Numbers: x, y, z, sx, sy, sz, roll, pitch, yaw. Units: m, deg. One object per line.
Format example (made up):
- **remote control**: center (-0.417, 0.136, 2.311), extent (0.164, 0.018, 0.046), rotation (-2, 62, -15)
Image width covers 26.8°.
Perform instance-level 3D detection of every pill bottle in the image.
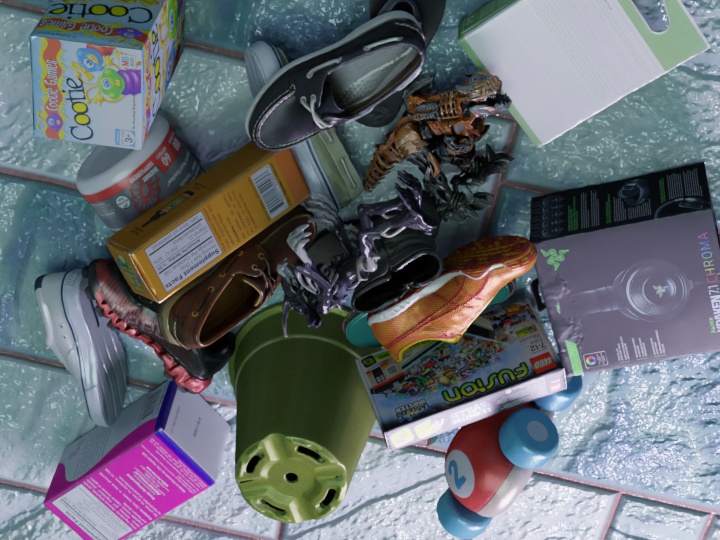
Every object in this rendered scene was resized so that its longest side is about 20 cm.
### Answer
- **pill bottle**: center (-0.194, -0.052, 1.571), extent (0.115, 0.116, 0.201), rotation (-26, 117, 22)

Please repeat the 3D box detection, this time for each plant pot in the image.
- **plant pot**: center (-0.065, 0.169, 1.656), extent (0.197, 0.191, 0.202), rotation (4, 124, 6)

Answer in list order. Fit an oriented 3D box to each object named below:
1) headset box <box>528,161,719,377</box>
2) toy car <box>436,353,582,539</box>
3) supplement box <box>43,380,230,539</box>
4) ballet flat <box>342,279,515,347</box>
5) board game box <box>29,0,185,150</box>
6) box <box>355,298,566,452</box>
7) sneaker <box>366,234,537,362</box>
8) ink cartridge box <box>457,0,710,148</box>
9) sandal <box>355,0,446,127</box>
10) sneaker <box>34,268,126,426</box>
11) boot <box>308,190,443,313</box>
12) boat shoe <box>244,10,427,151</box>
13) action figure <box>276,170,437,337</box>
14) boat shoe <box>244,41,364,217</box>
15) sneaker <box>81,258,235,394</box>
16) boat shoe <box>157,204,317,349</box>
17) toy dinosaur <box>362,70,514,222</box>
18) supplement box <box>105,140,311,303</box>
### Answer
- **headset box**: center (0.275, 0.002, 1.560), extent (0.197, 0.093, 0.176), rotation (-10, 121, 14)
- **toy car**: center (0.104, 0.154, 1.649), extent (0.199, 0.177, 0.185), rotation (33, 134, 0)
- **supplement box**: center (-0.262, 0.228, 1.773), extent (0.199, 0.102, 0.103), rotation (-31, 116, 25)
- **ballet flat**: center (0.074, 0.024, 1.613), extent (0.198, 0.072, 0.069), rotation (-22, 125, 20)
- **board game box**: center (-0.232, -0.212, 1.418), extent (0.102, 0.201, 0.106), rotation (8, 125, 2)
- **box**: center (0.105, 0.108, 1.582), extent (0.198, 0.111, 0.035), rotation (-19, 135, -5)
- **sneaker**: center (0.101, 0.026, 1.536), extent (0.199, 0.073, 0.077), rotation (-29, 108, 29)
- **ink cartridge box**: center (0.212, -0.225, 1.444), extent (0.199, 0.048, 0.146), rotation (-30, 115, 24)
- **sandal**: center (0.036, -0.224, 1.470), extent (0.075, 0.043, 0.202), rotation (13, 124, -2)
- **sneaker**: center (-0.317, 0.085, 1.714), extent (0.070, 0.073, 0.202), rotation (4, 119, 23)
- **boot**: center (0.000, 0.000, 1.570), extent (0.199, 0.131, 0.068), rotation (-31, 115, 24)
- **boat shoe**: center (-0.023, -0.170, 1.437), extent (0.198, 0.061, 0.074), rotation (-29, 124, 10)
- **action figure**: center (-0.024, -0.024, 1.489), extent (0.199, 0.119, 0.102), rotation (-37, 109, 19)
- **boat shoe**: center (-0.057, -0.148, 1.529), extent (0.062, 0.072, 0.202), rotation (-31, 120, -14)
- **sneaker**: center (-0.215, 0.047, 1.666), extent (0.097, 0.071, 0.200), rotation (-33, 116, 26)
- **boat shoe**: center (-0.112, 0.011, 1.527), extent (0.067, 0.200, 0.072), rotation (21, 146, 50)
- **toy dinosaur**: center (0.079, -0.128, 1.508), extent (0.136, 0.102, 0.199), rotation (47, 154, -17)
- **supplement box**: center (-0.149, -0.052, 1.492), extent (0.199, 0.066, 0.069), rotation (-34, 116, -21)
